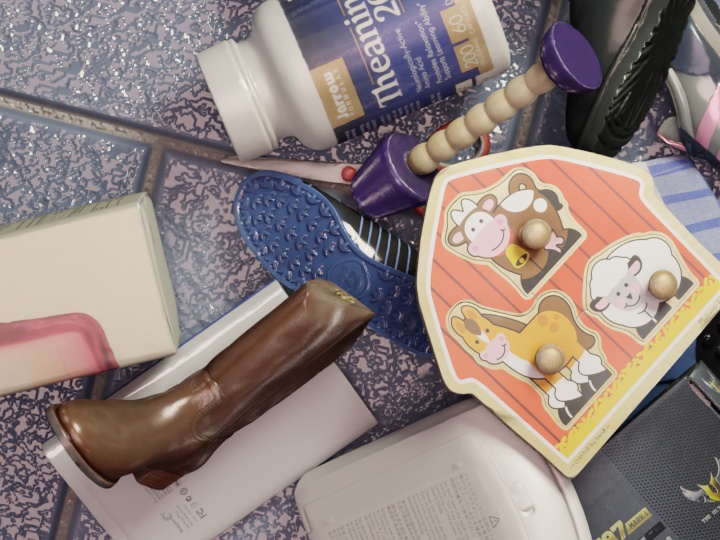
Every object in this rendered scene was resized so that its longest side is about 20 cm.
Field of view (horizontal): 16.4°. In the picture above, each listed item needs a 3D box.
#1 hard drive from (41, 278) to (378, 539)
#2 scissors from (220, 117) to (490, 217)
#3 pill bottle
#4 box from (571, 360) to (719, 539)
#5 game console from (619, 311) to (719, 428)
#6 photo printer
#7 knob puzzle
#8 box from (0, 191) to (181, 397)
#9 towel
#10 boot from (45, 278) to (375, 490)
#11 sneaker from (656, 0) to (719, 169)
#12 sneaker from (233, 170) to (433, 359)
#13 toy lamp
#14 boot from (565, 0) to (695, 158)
[{"bbox_3d":[-0.105,0.114,1.756,0.200,0.025,0.132,-35,115,1],"label":"hard drive"},{"bbox_3d":[0.004,-0.061,1.773,0.199,0.014,0.073,-9,96,-3],"label":"scissors"},{"bbox_3d":[-0.007,-0.150,1.718,0.200,0.111,0.111,-23,95,0],"label":"pill bottle"},{"bbox_3d":[0.211,0.184,1.718,0.200,0.051,0.158,-43,86,21],"label":"box"},{"bbox_3d":[0.175,0.077,1.737,0.199,0.031,0.177,-9,118,-10],"label":"game console"},{"bbox_3d":[0.064,0.182,1.706,0.200,0.069,0.167,-28,83,37],"label":"photo printer"},{"bbox_3d":[0.124,0.005,1.635,0.219,0.030,0.220,1,84,-7],"label":"knob puzzle"},{"bbox_3d":[-0.231,0.023,1.714,0.200,0.128,0.109,-13,95,-1],"label":"box"},{"bbox_3d":[0.156,-0.028,1.715,0.199,0.147,0.024,-7,123,-8],"label":"towel"},{"bbox_3d":[-0.093,0.065,1.639,0.200,0.186,0.064,-35,74,11],"label":"boot"},{"bbox_3d":[0.258,-0.095,1.763,0.082,0.070,0.200,-29,92,17],"label":"sneaker"},{"bbox_3d":[0.000,0.000,1.756,0.200,0.078,0.070,37,98,17],"label":"sneaker"},{"bbox_3d":[0.074,-0.096,1.701,0.200,0.058,0.058,-31,95,32],"label":"toy lamp"},{"bbox_3d":[0.140,-0.193,1.722,0.168,0.076,0.200,28,104,24],"label":"boot"}]
